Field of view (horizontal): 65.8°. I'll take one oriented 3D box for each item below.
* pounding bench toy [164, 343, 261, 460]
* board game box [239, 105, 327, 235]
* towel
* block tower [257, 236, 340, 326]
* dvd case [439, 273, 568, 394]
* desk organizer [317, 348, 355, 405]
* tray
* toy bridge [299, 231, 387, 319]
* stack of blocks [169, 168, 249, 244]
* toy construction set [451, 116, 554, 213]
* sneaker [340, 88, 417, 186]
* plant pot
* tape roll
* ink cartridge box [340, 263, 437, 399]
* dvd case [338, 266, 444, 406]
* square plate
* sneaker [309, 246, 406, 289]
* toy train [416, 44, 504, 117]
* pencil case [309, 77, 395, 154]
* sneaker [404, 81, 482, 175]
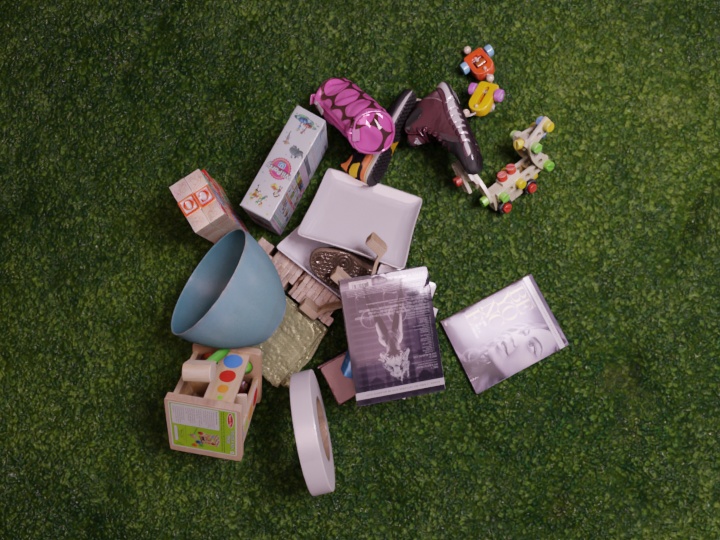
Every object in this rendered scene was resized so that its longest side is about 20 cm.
[{"bbox_3d":[-0.240,0.183,0.936,0.122,0.157,0.202,9,126,1],"label":"pounding bench toy"},{"bbox_3d":[-0.133,-0.176,1.016,0.064,0.148,0.202,27,83,2],"label":"board game box"},{"bbox_3d":[-0.173,0.107,1.030,0.199,0.036,0.149,37,94,6],"label":"towel"},{"bbox_3d":[-0.119,0.022,1.040,0.199,0.054,0.058,40,86,4],"label":"block tower"},{"bbox_3d":[0.270,0.118,1.046,0.198,0.016,0.150,-27,84,-3],"label":"dvd case"},{"bbox_3d":[0.028,0.159,1.016,0.198,0.072,0.078,-29,86,-3],"label":"desk organizer"},{"bbox_3d":[-0.055,-0.004,1.038,0.199,0.022,0.107,38,43,4],"label":"tray"},{"bbox_3d":[-0.023,0.024,0.959,0.067,0.027,0.200,40,116,-13],"label":"toy bridge"},{"bbox_3d":[-0.267,-0.113,0.983,0.058,0.200,0.116,-32,85,-3],"label":"stack of blocks"},{"bbox_3d":[0.271,-0.188,1.029,0.198,0.132,0.093,-26,46,6],"label":"toy construction set"},{"bbox_3d":[0.032,-0.266,1.061,0.089,0.070,0.202,27,88,22],"label":"sneaker"},{"bbox_3d":[-0.204,0.051,0.937,0.134,0.200,0.201,37,84,-29],"label":"plant pot"},{"bbox_3d":[-0.080,0.270,0.938,0.036,0.203,0.206,-11,83,0],"label":"tape roll"},{"bbox_3d":[0.054,0.099,0.948,0.114,0.068,0.203,21,87,-6],"label":"ink cartridge box"},{"bbox_3d":[0.051,0.105,0.898,0.146,0.016,0.204,-9,90,-6],"label":"dvd case"},{"bbox_3d":[0.004,-0.095,1.022,0.195,0.029,0.202,18,47,1],"label":"square plate"},{"bbox_3d":[0.000,0.000,1.018,0.197,0.076,0.071,18,109,-12],"label":"sneaker"},{"bbox_3d":[0.198,-0.339,1.085,0.199,0.056,0.151,-37,58,6],"label":"toy train"},{"bbox_3d":[-0.018,-0.282,1.012,0.092,0.200,0.092,-3,123,-28],"label":"pencil case"},{"bbox_3d":[0.143,-0.235,1.007,0.114,0.075,0.203,-27,58,23],"label":"sneaker"}]
